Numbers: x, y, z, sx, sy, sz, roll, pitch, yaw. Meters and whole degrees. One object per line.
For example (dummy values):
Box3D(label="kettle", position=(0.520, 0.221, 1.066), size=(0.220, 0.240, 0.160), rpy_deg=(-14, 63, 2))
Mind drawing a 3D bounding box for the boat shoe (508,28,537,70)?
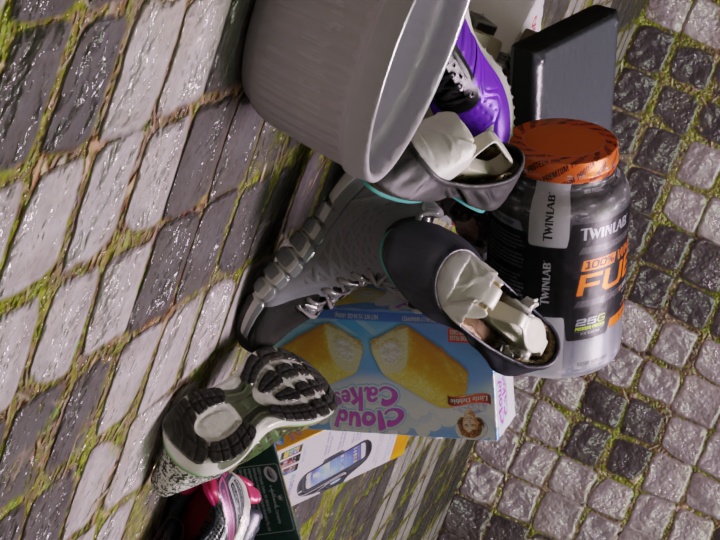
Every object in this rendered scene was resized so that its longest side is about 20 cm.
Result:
Box3D(label="boat shoe", position=(0.181, -0.167, 1.915), size=(0.200, 0.068, 0.072), rpy_deg=(61, 51, -77))

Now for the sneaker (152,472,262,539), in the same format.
Box3D(label="sneaker", position=(-0.150, 0.255, 1.609), size=(0.075, 0.080, 0.201), rpy_deg=(33, 73, -62))

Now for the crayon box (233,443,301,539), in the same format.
Box3D(label="crayon box", position=(-0.097, 0.255, 1.748), size=(0.201, 0.051, 0.126), rpy_deg=(103, -24, -47))

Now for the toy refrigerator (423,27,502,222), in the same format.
Box3D(label="toy refrigerator", position=(0.047, -0.125, 1.744), size=(0.201, 0.070, 0.076), rpy_deg=(-69, -158, 10))

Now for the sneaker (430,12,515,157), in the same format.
Box3D(label="sneaker", position=(0.060, -0.170, 1.594), size=(0.100, 0.069, 0.201), rpy_deg=(-48, 122, -55))

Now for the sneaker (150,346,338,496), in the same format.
Box3D(label="sneaker", position=(-0.099, 0.123, 1.566), size=(0.199, 0.077, 0.089), rpy_deg=(-20, 158, -50))

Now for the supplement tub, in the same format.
Box3D(label="supplement tub", position=(0.168, -0.020, 1.697), size=(0.123, 0.122, 0.201), rpy_deg=(-52, 146, -56))

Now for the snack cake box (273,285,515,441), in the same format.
Box3D(label="snack cake box", position=(0.028, 0.077, 1.688), size=(0.067, 0.198, 0.116), rpy_deg=(-44, 133, -65))

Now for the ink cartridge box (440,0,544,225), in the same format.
Box3D(label="ink cartridge box", position=(0.098, -0.169, 1.916), size=(0.147, 0.082, 0.201), rpy_deg=(87, 27, -65))

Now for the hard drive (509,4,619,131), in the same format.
Box3D(label="hard drive", position=(0.180, -0.124, 1.778), size=(0.139, 0.033, 0.201), rpy_deg=(-30, 130, -45))

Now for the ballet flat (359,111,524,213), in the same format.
Box3D(label="ballet flat", position=(0.067, -0.090, 1.546), size=(0.068, 0.068, 0.200), rpy_deg=(-41, 159, 23))

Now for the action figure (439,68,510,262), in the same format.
Box3D(label="action figure", position=(0.120, -0.079, 1.803), size=(0.130, 0.069, 0.202), rpy_deg=(17, 90, -63))

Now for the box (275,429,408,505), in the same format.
Box3D(label="box", position=(-0.039, 0.163, 1.840), size=(0.199, 0.042, 0.119), rpy_deg=(-20, 148, -27))

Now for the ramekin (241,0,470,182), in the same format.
Box3D(label="ramekin", position=(-0.001, -0.172, 1.346), size=(0.200, 0.104, 0.201), rpy_deg=(23, 90, -80))

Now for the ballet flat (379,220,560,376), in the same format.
Box3D(label="ballet flat", position=(0.095, 0.024, 1.550), size=(0.200, 0.073, 0.073), rpy_deg=(42, 68, -41))

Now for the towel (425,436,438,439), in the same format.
Box3D(label="towel", position=(0.048, 0.059, 1.939), size=(0.171, 0.048, 0.202), rpy_deg=(178, -94, -77))

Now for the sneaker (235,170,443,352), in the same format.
Box3D(label="sneaker", position=(-0.007, 0.011, 1.580), size=(0.200, 0.115, 0.075), rpy_deg=(-53, 168, 14))
